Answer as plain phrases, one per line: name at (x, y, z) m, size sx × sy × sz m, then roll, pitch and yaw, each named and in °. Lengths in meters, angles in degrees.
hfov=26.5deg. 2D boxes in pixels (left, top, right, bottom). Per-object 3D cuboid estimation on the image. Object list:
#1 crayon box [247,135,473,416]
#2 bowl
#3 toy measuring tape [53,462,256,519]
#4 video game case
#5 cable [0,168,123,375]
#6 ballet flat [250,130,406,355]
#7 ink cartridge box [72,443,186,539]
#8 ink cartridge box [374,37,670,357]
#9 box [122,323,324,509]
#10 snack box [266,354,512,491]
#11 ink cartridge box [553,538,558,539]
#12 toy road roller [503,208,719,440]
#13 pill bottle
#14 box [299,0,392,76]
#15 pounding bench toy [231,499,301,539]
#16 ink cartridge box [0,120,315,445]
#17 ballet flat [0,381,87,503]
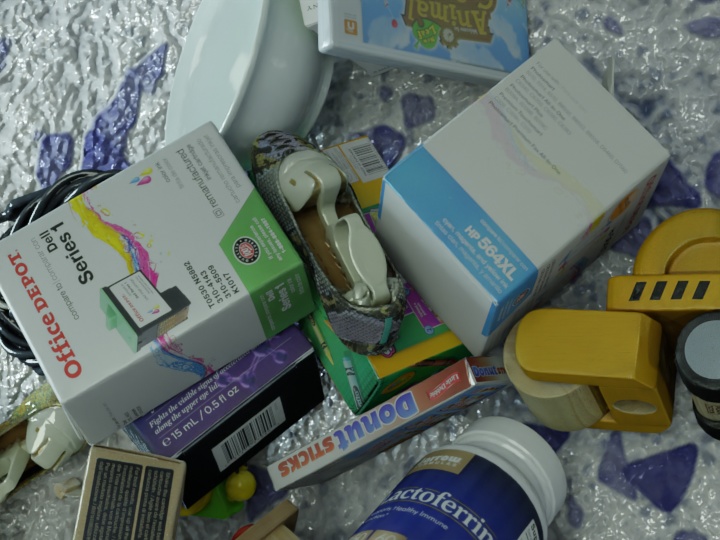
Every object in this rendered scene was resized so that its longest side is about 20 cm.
crayon box at (0.000, 0.000, 1.196) m, size 0.201 × 0.118 × 0.058 m, roll 58°, pitch 144°, yaw 18°
bowl at (-0.081, -0.162, 1.251) m, size 0.201 × 0.089 × 0.203 m, roll -47°, pitch 34°, yaw 47°
toy measuring tape at (-0.172, 0.162, 1.265) m, size 0.198 × 0.073 × 0.075 m, roll 1°, pitch 81°, yaw 29°
video game case at (0.050, -0.244, 1.193) m, size 0.022 × 0.198 × 0.185 m, roll -16°, pitch 73°, yaw 52°
cable at (-0.243, 0.000, 1.326) m, size 0.197 × 0.051 × 0.165 m, roll -15°, pitch 76°, yaw 17°
ballet flat at (-0.019, -0.036, 1.128) m, size 0.072 × 0.072 × 0.202 m, roll -33°, pitch 68°, yaw 12°
ink cartridge box at (-0.179, 0.244, 1.123) m, size 0.074 × 0.201 × 0.167 m, roll 9°, pitch 61°, yaw -5°
ink cartridge box at (0.125, -0.059, 1.128) m, size 0.199 × 0.129 × 0.125 m, roll -39°, pitch 75°, yaw -15°
box at (-0.145, 0.057, 1.204) m, size 0.147 × 0.105 × 0.200 m, roll -38°, pitch 67°, yaw -14°
snack box at (0.023, 0.118, 1.170) m, size 0.199 × 0.072 × 0.025 m, roll -31°, pitch 72°, yaw 28°
ink cartridge box at (0.150, 0.328, 1.127) m, size 0.162 × 0.057 × 0.201 m, roll -42°, pitch 65°, yaw 9°
toy road roller at (0.212, 0.037, 1.119) m, size 0.197 × 0.123 × 0.148 m, roll -1°, pitch 66°, yaw 20°
pill bottle at (0.064, 0.197, 1.092) m, size 0.115 × 0.200 × 0.117 m, roll 18°, pitch 127°, yaw 26°
box at (-0.022, -0.273, 1.240) m, size 0.036 × 0.144 × 0.203 m, roll -15°, pitch 77°, yaw 19°
pounding bench toy at (-0.087, 0.294, 1.123) m, size 0.155 × 0.199 × 0.125 m, roll 38°, pitch 138°, yaw 22°
ink cartridge box at (-0.155, 0.009, 1.122) m, size 0.199 × 0.084 × 0.146 m, roll -31°, pitch 65°, yaw -9°
ballet flat at (-0.284, 0.154, 1.304) m, size 0.199 × 0.071 × 0.071 m, roll -32°, pitch 72°, yaw 15°
